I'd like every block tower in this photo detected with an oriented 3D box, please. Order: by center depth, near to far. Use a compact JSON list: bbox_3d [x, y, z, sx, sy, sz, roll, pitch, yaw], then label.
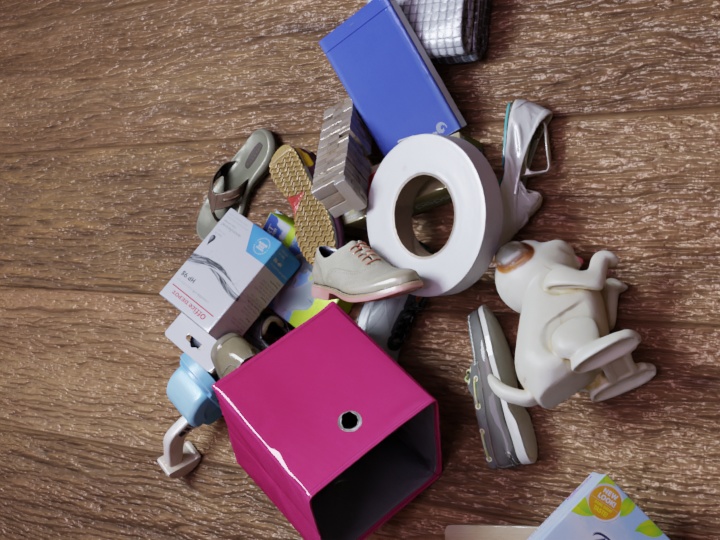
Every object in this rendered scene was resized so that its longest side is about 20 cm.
[{"bbox_3d":[-0.022,-0.156,1.375,0.058,0.054,0.200,-26,36,25],"label":"block tower"}]

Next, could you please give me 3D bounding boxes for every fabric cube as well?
[{"bbox_3d":[-0.036,0.201,1.269,0.196,0.200,0.199,-34,56,-20],"label":"fabric cube"}]

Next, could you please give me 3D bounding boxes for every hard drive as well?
[{"bbox_3d":[0.041,-0.250,1.360,0.132,0.025,0.200,-27,95,42],"label":"hard drive"}]

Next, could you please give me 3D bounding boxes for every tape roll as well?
[{"bbox_3d":[0.088,-0.069,1.265,0.202,0.037,0.204,2,93,46],"label":"tape roll"}]

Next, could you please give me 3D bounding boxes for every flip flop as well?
[{"bbox_3d":[-0.196,-0.131,1.554,0.081,0.057,0.200,45,109,30],"label":"flip flop"}]

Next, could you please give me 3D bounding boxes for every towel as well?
[{"bbox_3d":[0.095,-0.377,1.373,0.165,0.085,0.201,5,88,37],"label":"towel"}]

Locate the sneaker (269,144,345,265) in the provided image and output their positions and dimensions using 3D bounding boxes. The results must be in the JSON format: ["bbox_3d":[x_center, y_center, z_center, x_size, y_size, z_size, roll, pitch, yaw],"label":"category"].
[{"bbox_3d":[-0.052,-0.088,1.426,0.075,0.090,0.201,-37,64,34],"label":"sneaker"}]

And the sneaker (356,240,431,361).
[{"bbox_3d":[0.047,0.052,1.353,0.079,0.074,0.201,7,88,30],"label":"sneaker"}]

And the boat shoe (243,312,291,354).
[{"bbox_3d":[-0.132,0.091,1.462,0.201,0.072,0.066,43,130,25],"label":"boat shoe"}]

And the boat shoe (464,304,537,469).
[{"bbox_3d":[0.161,0.144,1.259,0.060,0.072,0.202,-20,76,26],"label":"boat shoe"}]

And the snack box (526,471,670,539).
[{"bbox_3d":[0.267,0.344,1.083,0.169,0.068,0.200,-43,85,-7],"label":"snack box"}]

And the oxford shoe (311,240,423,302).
[{"bbox_3d":[0.000,0.000,1.282,0.200,0.071,0.074,0,97,49],"label":"oxford shoe"}]

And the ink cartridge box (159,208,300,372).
[{"bbox_3d":[-0.194,0.027,1.426,0.116,0.067,0.200,33,80,33],"label":"ink cartridge box"}]

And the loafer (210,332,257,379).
[{"bbox_3d":[-0.141,0.178,1.403,0.076,0.200,0.067,-37,29,-14],"label":"loafer"}]

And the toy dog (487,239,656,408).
[{"bbox_3d":[0.228,0.053,1.193,0.194,0.139,0.200,-32,53,19],"label":"toy dog"}]

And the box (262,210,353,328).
[{"bbox_3d":[-0.092,0.005,1.470,0.200,0.048,0.122,34,103,32],"label":"box"}]

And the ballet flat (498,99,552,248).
[{"bbox_3d":[0.202,-0.115,1.277,0.069,0.069,0.201,9,88,35],"label":"ballet flat"}]

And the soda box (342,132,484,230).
[{"bbox_3d":[0.069,-0.116,1.364,0.199,0.064,0.068,-19,73,32],"label":"soda box"}]

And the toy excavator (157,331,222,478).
[{"bbox_3d":[-0.242,0.203,1.504,0.200,0.195,0.100,-40,60,-8],"label":"toy excavator"}]

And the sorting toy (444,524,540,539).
[{"bbox_3d":[0.205,0.399,1.194,0.199,0.070,0.200,-8,79,34],"label":"sorting toy"}]
